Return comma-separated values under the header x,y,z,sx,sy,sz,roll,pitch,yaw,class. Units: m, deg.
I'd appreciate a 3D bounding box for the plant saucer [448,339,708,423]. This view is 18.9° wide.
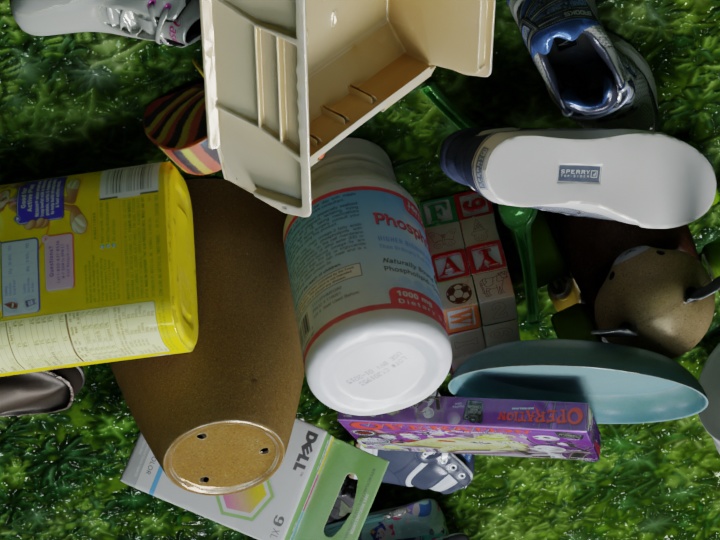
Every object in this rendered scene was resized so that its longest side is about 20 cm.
x,y,z,sx,sy,sz,roll,pitch,yaw,class
0.166,0.084,1.653,0.198,0.028,0.200,5,164,1,plant saucer

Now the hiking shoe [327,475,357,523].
x,y,z,sx,sy,sz,roll,pitch,yaw,class
-0.087,0.187,1.903,0.100,0.076,0.199,-38,134,22,hiking shoe

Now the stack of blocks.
x,y,z,sx,sy,sz,roll,pitch,yaw,class
0.095,0.046,1.758,0.058,0.116,0.201,-12,140,1,stack of blocks

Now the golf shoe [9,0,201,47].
x,y,z,sx,sy,sz,roll,pitch,yaw,class
-0.141,-0.190,1.454,0.198,0.093,0.073,-14,141,4,golf shoe

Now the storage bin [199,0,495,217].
x,y,z,sx,sy,sz,roll,pitch,yaw,class
-0.005,-0.166,1.412,0.200,0.093,0.200,-40,144,-36,storage bin

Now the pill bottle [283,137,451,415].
x,y,z,sx,sy,sz,roll,pitch,yaw,class
0.000,0.000,1.617,0.108,0.201,0.109,-7,140,-6,pill bottle

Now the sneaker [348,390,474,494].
x,y,z,sx,sy,sz,roll,pitch,yaw,class
0.056,0.124,1.853,0.107,0.071,0.201,13,143,-1,sneaker

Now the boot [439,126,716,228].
x,y,z,sx,sy,sz,roll,pitch,yaw,class
0.161,-0.078,1.605,0.198,0.090,0.073,7,99,-24,boot

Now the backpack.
x,y,z,sx,sy,sz,roll,pitch,yaw,class
0.017,0.306,1.994,0.198,0.152,0.178,-21,155,1,backpack

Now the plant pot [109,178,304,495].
x,y,z,sx,sy,sz,roll,pitch,yaw,class
-0.117,0.066,1.665,0.184,0.201,0.187,-6,139,-5,plant pot

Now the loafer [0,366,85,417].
x,y,z,sx,sy,sz,roll,pitch,yaw,class
-0.322,0.103,1.755,0.198,0.072,0.073,-1,138,-12,loafer

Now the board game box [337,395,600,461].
x,y,z,sx,sy,sz,roll,pitch,yaw,class
0.089,0.125,1.732,0.198,0.033,0.120,2,161,12,board game box

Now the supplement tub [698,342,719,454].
x,y,z,sx,sy,sz,roll,pitch,yaw,class
0.398,0.139,1.912,0.144,0.145,0.200,-33,135,23,supplement tub

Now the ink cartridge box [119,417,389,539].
x,y,z,sx,sy,sz,roll,pitch,yaw,class
-0.087,0.165,1.789,0.198,0.105,0.059,23,174,5,ink cartridge box

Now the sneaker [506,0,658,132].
x,y,z,sx,sy,sz,roll,pitch,yaw,class
0.166,-0.138,1.589,0.077,0.086,0.200,-27,138,17,sneaker

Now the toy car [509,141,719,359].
x,y,z,sx,sy,sz,roll,pitch,yaw,class
0.216,0.006,1.650,0.163,0.200,0.159,-25,99,7,toy car

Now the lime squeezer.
x,y,z,sx,sy,sz,roll,pitch,yaw,class
0.110,-0.062,1.655,0.037,0.071,0.201,-21,99,20,lime squeezer

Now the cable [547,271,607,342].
x,y,z,sx,sy,sz,roll,pitch,yaw,class
0.200,0.040,1.851,0.096,0.051,0.201,-23,153,-13,cable

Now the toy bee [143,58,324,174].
x,y,z,sx,sy,sz,roll,pitch,yaw,class
-0.067,-0.118,1.539,0.130,0.109,0.200,23,129,-33,toy bee

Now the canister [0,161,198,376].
x,y,z,sx,sy,sz,roll,pitch,yaw,class
-0.224,0.002,1.585,0.198,0.150,0.087,-7,160,8,canister
